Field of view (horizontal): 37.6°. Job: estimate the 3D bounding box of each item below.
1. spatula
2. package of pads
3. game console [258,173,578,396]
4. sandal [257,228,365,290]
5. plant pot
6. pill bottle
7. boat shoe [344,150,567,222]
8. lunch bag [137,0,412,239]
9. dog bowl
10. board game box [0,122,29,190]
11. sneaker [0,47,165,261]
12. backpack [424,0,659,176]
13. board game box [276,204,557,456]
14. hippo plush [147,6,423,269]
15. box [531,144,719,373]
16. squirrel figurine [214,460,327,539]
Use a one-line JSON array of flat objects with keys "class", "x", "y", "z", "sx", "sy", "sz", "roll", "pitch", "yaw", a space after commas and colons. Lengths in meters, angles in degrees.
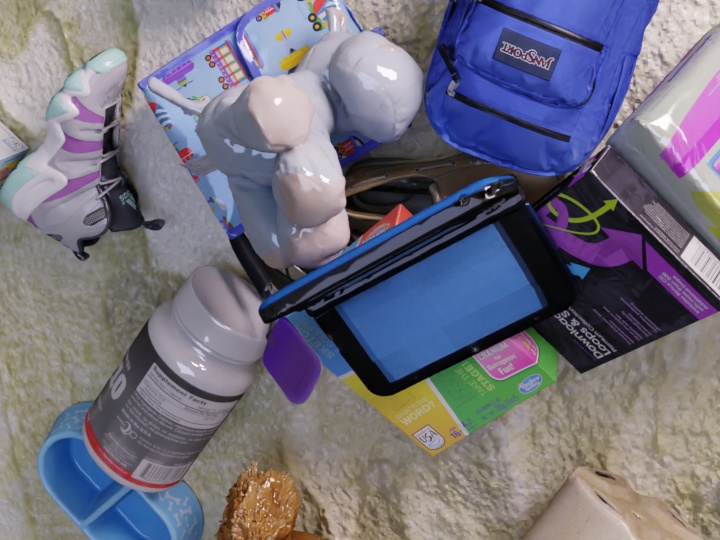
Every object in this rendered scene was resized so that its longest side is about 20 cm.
[{"class": "spatula", "x": -0.080, "y": 0.029, "z": 0.903, "sx": 0.020, "sy": 0.201, "sz": 0.057, "roll": 5, "pitch": 129, "yaw": -31}, {"class": "package of pads", "x": 0.302, "y": -0.078, "z": 0.793, "sx": 0.200, "sy": 0.068, "sz": 0.154, "roll": 47, "pitch": 69, "yaw": -4}, {"class": "game console", "x": 0.051, "y": 0.024, "z": 0.796, "sx": 0.198, "sy": 0.171, "sz": 0.120, "roll": -29, "pitch": 88, "yaw": 16}, {"class": "sandal", "x": 0.001, "y": 0.001, "z": 0.946, "sx": 0.198, "sy": 0.058, "sz": 0.081, "roll": 17, "pitch": 128, "yaw": -1}, {"class": "plant pot", "x": 0.204, "y": 0.285, "z": 0.928, "sx": 0.198, "sy": 0.200, "sz": 0.185, "roll": 29, "pitch": 102, "yaw": 3}, {"class": "pill bottle", "x": -0.167, "y": 0.101, "z": 0.991, "sx": 0.113, "sy": 0.114, "sz": 0.201, "roll": 37, "pitch": 113, "yaw": 0}, {"class": "boat shoe", "x": 0.074, "y": -0.062, "z": 0.892, "sx": 0.197, "sy": 0.076, "sz": 0.073, "roll": -7, "pitch": 107, "yaw": 16}, {"class": "lunch bag", "x": -0.061, "y": -0.147, "z": 0.905, "sx": 0.198, "sy": 0.094, "sz": 0.152, "roll": -31, "pitch": 97, "yaw": 9}, {"class": "dog bowl", "x": -0.251, "y": 0.231, "z": 1.092, "sx": 0.111, "sy": 0.050, "sz": 0.200, "roll": -39, "pitch": 96, "yaw": 23}, {"class": "board game box", "x": -0.425, "y": -0.067, "z": 1.007, "sx": 0.105, "sy": 0.103, "sz": 0.200, "roll": 42, "pitch": 114, "yaw": -2}, {"class": "sneaker", "x": -0.229, "y": -0.093, "z": 0.968, "sx": 0.139, "sy": 0.078, "sz": 0.200, "roll": 40, "pitch": 123, "yaw": -3}, {"class": "backpack", "x": 0.128, "y": -0.175, "z": 0.791, "sx": 0.161, "sy": 0.168, "sz": 0.203, "roll": 24, "pitch": 111, "yaw": 12}, {"class": "board game box", "x": 0.049, "y": 0.058, "z": 0.915, "sx": 0.200, "sy": 0.041, "sz": 0.153, "roll": 41, "pitch": 123, "yaw": -18}, {"class": "hippo plush", "x": -0.031, "y": -0.104, "z": 0.819, "sx": 0.199, "sy": 0.160, "sz": 0.161, "roll": 17, "pitch": 134, "yaw": 54}, {"class": "box", "x": 0.186, "y": 0.001, "z": 0.847, "sx": 0.143, "sy": 0.036, "sz": 0.200, "roll": 43, "pitch": 152, "yaw": -2}, {"class": "squirrel figurine", "x": -0.075, "y": 0.286, "z": 0.984, "sx": 0.141, "sy": 0.187, "sz": 0.201, "roll": -38, "pitch": 74, "yaw": -6}]
